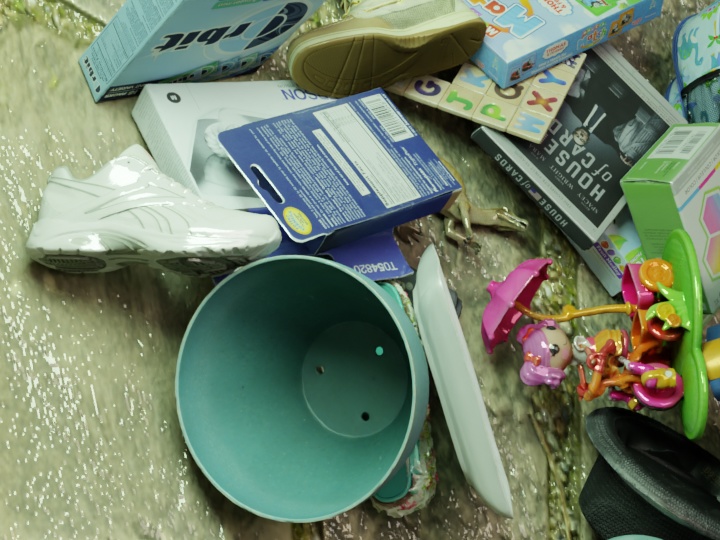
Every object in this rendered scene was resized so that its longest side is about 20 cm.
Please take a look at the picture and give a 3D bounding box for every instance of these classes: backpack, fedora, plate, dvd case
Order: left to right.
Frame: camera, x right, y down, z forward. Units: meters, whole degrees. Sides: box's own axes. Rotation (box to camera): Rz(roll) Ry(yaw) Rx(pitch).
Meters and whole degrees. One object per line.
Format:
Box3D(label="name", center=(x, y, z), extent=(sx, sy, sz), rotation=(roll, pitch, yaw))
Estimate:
Box3D(label="plate", center=(0.079, 0.088, 1.514), extent=(0.032, 0.200, 0.201), rotation=(-18, 98, 4))
Box3D(label="dvd case", center=(0.207, -0.131, 1.730), extent=(0.150, 0.025, 0.200), rotation=(44, 52, -3))
Box3D(label="fedora", center=(0.264, 0.209, 1.619), extent=(0.200, 0.092, 0.201), rotation=(29, 18, -10))
Box3D(label="backpack", center=(0.394, -0.175, 1.864), extent=(0.182, 0.147, 0.202), rotation=(4, 70, -31))

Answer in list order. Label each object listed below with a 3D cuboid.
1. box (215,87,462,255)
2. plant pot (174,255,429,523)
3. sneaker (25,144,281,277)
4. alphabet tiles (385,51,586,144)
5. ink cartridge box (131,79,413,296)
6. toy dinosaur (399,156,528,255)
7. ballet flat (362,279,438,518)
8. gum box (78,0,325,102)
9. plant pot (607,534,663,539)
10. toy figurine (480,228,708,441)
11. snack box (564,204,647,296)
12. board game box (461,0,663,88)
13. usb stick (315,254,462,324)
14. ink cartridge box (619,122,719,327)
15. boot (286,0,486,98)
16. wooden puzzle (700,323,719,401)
Box3D(label="box", center=(-0.021, -0.081, 1.522), extent=(0.199, 0.032, 0.121), rotation=(-19, 64, -44))
Box3D(label="plant pot", center=(-0.028, 0.089, 1.458), extent=(0.201, 0.199, 0.135), rotation=(66, 20, 8))
Box3D(label="sneaker", center=(-0.158, -0.050, 1.428), extent=(0.198, 0.078, 0.100), rotation=(3, 75, 4))
Box3D(label="alphabet tiles", center=(0.123, -0.207, 1.727), extent=(0.166, 0.008, 0.201), rotation=(20, 49, 12))
Box3D(label="ink cartridge box", center=(-0.067, -0.076, 1.544), extent=(0.198, 0.041, 0.201), rotation=(-6, 55, -36))
Box3D(label="toy dinosaur", center=(0.062, -0.077, 1.671), extent=(0.200, 0.058, 0.101), rotation=(41, 37, -17))
Box3D(label="ballet flat", center=(0.028, 0.110, 1.554), extent=(0.064, 0.075, 0.202), rotation=(29, 54, -57))
Box3D(label="gum box", center=(-0.114, -0.212, 1.509), extent=(0.169, 0.200, 0.045), rotation=(-16, 78, -38))
Box3D(label="plant pot", center=(0.224, 0.303, 1.523), extent=(0.200, 0.200, 0.134), rotation=(45, 29, -8))
Box3D(label="toy figurine", center=(0.198, 0.060, 1.625), extent=(0.182, 0.151, 0.201), rotation=(-1, 53, -4))
Box3D(label="snack box", center=(0.231, -0.096, 1.780), extent=(0.142, 0.053, 0.201), rotation=(-39, 93, -37))
Box3D(label="board game box", center=(0.164, -0.260, 1.752), extent=(0.199, 0.037, 0.151), rotation=(-27, 56, -27))
Box3D(label="usb stick", center=(0.000, 0.000, 1.595), extent=(0.199, 0.033, 0.056), rotation=(29, 55, -20))
Box3D(label="ink cartridge box", center=(0.319, -0.027, 1.738), extent=(0.104, 0.059, 0.201), rotation=(-44, 123, -36))
Box3D(label="boot", center=(-0.005, -0.237, 1.654), extent=(0.199, 0.072, 0.155), rotation=(-16, 55, -30))
Box3D(label="wooden puzzle", center=(0.339, 0.108, 1.642), extent=(0.185, 0.046, 0.202), rotation=(-49, 124, -72))
